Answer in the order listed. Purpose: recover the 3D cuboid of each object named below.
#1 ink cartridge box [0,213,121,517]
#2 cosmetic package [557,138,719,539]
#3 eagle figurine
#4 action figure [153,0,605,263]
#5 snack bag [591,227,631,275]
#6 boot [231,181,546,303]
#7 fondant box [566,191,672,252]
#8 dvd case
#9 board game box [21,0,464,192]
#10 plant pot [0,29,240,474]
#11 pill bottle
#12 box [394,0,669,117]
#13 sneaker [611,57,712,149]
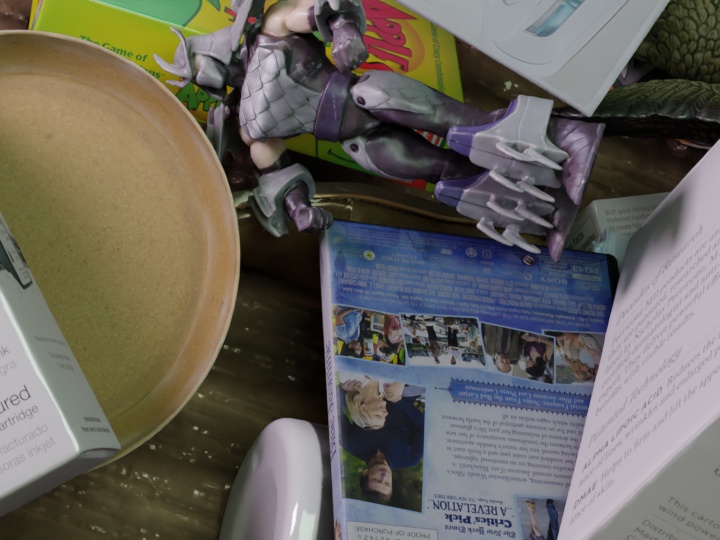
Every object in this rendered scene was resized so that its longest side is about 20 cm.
[{"bbox_3d":[-0.215,0.023,1.113,0.146,0.086,0.200,-29,85,3],"label":"ink cartridge box"},{"bbox_3d":[0.204,0.047,1.110,0.165,0.165,0.200,29,46,-10],"label":"cosmetic package"},{"bbox_3d":[0.186,-0.074,1.238,0.200,0.152,0.151,38,94,0],"label":"eagle figurine"},{"bbox_3d":[0.004,-0.067,1.149,0.200,0.130,0.069,18,47,4],"label":"action figure"},{"bbox_3d":[0.195,0.080,1.219,0.200,0.021,0.189,15,52,-11],"label":"snack bag"},{"bbox_3d":[0.000,0.000,1.244,0.200,0.074,0.076,4,81,-22],"label":"boot"},{"bbox_3d":[0.193,0.058,1.290,0.144,0.058,0.200,-7,69,-23],"label":"fondant box"},{"bbox_3d":[0.055,0.067,1.151,0.142,0.018,0.200,7,51,-14],"label":"dvd case"},{"bbox_3d":[-0.054,-0.108,1.234,0.200,0.048,0.102,16,31,-13],"label":"board game box"},{"bbox_3d":[-0.151,-0.006,1.168,0.199,0.027,0.201,0,88,3],"label":"plant pot"},{"bbox_3d":[0.043,0.140,1.187,0.200,0.114,0.115,14,69,-17],"label":"pill bottle"},{"bbox_3d":[0.040,-0.180,1.207,0.176,0.200,0.097,28,105,-19],"label":"box"},{"bbox_3d":[0.148,-0.153,1.343,0.078,0.077,0.200,-29,86,-28],"label":"sneaker"}]
